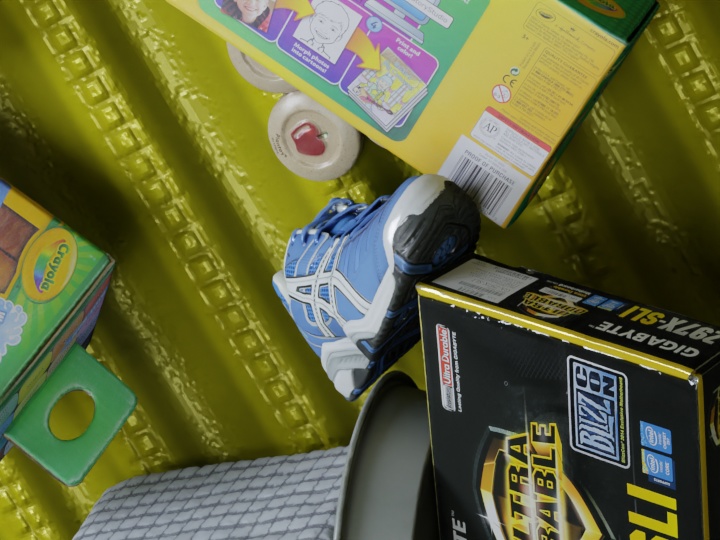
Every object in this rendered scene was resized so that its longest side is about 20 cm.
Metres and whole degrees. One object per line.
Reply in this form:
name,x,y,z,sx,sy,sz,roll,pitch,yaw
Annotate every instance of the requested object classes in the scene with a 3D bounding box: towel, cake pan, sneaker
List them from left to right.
towel,-0.071,0.169,1.466,0.200,0.166,0.086,-12,115,29
sneaker,0.000,0.000,1.363,0.077,0.076,0.200,46,154,7
cake pan,0.029,0.150,1.391,0.037,0.200,0.201,2,117,16

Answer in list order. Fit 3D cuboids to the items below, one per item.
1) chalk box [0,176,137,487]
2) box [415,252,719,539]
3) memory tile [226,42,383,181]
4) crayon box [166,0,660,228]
chalk box,-0.210,0.029,1.451,0.200,0.124,0.124,34,155,4
box,0.106,0.105,1.297,0.160,0.049,0.200,17,124,37
memory tile,-0.011,-0.145,1.361,0.153,0.017,0.200,-16,108,29
crayon box,0.022,-0.126,1.311,0.200,0.058,0.119,34,124,3
